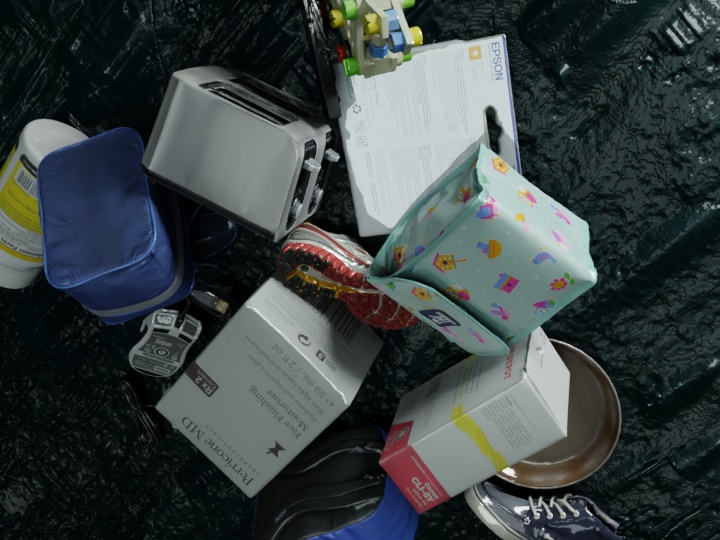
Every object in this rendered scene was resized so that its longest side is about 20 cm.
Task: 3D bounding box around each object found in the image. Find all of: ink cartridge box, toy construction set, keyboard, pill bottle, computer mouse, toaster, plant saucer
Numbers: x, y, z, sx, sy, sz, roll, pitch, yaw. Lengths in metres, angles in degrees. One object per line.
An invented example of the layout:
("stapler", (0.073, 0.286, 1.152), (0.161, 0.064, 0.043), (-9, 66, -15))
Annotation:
("ink cartridge box", (0.077, -0.147, 0.919), (0.195, 0.043, 0.201), (-6, 108, 15))
("toy construction set", (0.002, -0.281, 0.834), (0.090, 0.204, 0.132), (-4, 155, -7))
("keyboard", (-0.048, -0.260, 0.862), (0.020, 0.127, 0.205), (-14, 99, -4))
("pill bottle", (-0.414, -0.080, 1.048), (0.114, 0.114, 0.200), (41, 115, -2))
("computer mouse", (-0.238, 0.192, 1.134), (0.195, 0.044, 0.112), (-6, 107, 18))
("toaster", (-0.129, -0.136, 0.910), (0.197, 0.181, 0.121), (26, 109, 6))
("ink cartridge box", (0.131, 0.161, 0.924), (0.198, 0.145, 0.084), (-35, 99, 24))
("plant saucer", (0.213, 0.169, 1.000), (0.195, 0.032, 0.205), (6, 111, 15))
("computer mouse", (-0.244, 0.069, 1.063), (0.108, 0.045, 0.200), (21, 136, -24))

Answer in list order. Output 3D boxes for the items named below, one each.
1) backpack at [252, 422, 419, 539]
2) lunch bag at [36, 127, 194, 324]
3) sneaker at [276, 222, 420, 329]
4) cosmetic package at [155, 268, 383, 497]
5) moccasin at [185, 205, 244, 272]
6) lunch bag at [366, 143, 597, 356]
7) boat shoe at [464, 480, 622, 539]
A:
("backpack", (-0.017, 0.293, 1.047), (0.197, 0.165, 0.168), (-28, 131, 22))
("lunch bag", (-0.273, -0.051, 0.933), (0.133, 0.133, 0.204), (-16, 63, 4))
("sneaker", (0.000, 0.000, 0.978), (0.197, 0.083, 0.078), (27, 127, -14))
("cosmetic package", (-0.106, 0.124, 1.003), (0.165, 0.165, 0.200), (43, 115, -3))
("moccasin", (-0.235, -0.022, 1.041), (0.197, 0.068, 0.082), (-24, 102, 22))
("lunch bag", (0.122, -0.003, 0.880), (0.169, 0.123, 0.200), (32, 127, -20))
("boat shoe", (0.231, 0.302, 1.028), (0.198, 0.075, 0.093), (34, 109, -7))
